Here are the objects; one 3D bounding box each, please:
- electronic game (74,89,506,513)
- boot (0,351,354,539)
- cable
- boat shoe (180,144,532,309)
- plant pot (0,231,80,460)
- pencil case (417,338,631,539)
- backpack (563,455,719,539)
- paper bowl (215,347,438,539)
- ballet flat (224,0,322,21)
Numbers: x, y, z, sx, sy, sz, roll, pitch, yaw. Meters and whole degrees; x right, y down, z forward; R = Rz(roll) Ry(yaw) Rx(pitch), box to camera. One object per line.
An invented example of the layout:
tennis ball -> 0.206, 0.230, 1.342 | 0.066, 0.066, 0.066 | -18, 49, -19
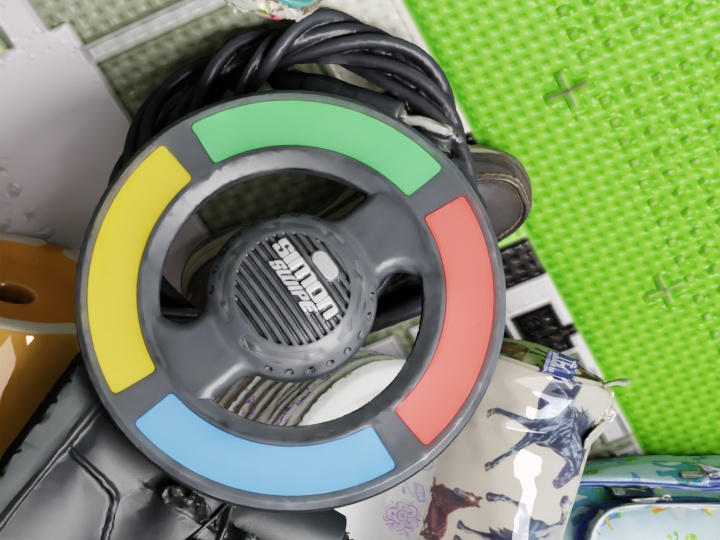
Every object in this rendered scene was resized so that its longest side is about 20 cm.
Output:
electronic game -> -0.032, 0.012, 0.884 | 0.200, 0.200, 0.042 | -1, 165, -4
boot -> -0.115, 0.157, 0.895 | 0.168, 0.076, 0.200 | 38, 74, -8
cable -> -0.043, -0.037, 0.944 | 0.200, 0.051, 0.163 | -19, 89, 4
boat shoe -> 0.000, 0.000, 1.010 | 0.200, 0.073, 0.075 | -23, 127, 13
plant pot -> -0.197, 0.086, 1.002 | 0.200, 0.200, 0.184 | 10, 110, -13
pencil case -> 0.078, 0.139, 1.039 | 0.089, 0.078, 0.200 | 14, 89, 25
backpack -> 0.199, 0.199, 1.111 | 0.200, 0.147, 0.183 | -4, 90, -9
paper bowl -> -0.033, 0.137, 1.057 | 0.104, 0.201, 0.201 | 14, 139, 37
ballet flat -> -0.101, -0.181, 0.875 | 0.200, 0.076, 0.064 | 39, 147, -24
